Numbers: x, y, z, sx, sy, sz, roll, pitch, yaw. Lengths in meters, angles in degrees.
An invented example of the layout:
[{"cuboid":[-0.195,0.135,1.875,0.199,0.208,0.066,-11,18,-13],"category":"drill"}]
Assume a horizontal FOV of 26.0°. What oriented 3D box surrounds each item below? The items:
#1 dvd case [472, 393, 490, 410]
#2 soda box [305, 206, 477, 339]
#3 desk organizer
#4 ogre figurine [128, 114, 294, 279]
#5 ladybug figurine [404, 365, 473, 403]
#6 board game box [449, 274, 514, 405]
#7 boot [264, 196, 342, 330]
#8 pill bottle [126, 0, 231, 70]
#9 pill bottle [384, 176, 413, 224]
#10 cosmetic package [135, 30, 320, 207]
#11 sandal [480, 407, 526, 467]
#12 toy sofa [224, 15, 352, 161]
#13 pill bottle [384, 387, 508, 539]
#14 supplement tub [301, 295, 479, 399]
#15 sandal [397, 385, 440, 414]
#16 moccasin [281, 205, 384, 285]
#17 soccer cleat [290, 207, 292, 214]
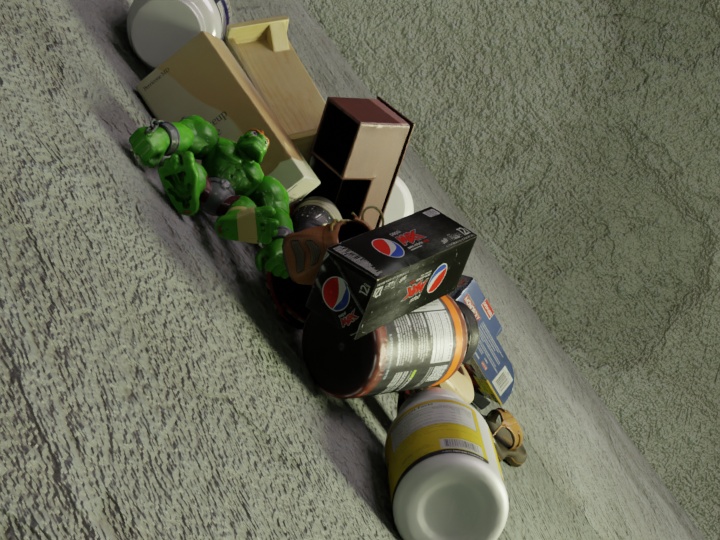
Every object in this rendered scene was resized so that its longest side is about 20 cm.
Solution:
[{"cuboid":[0.107,0.101,2.226,0.200,0.025,0.151,42,16,-47],"category":"dvd case"},{"cuboid":[0.033,0.000,1.508,0.063,0.071,0.199,33,28,22],"category":"soda box"},{"cuboid":[-0.018,-0.089,1.730,0.076,0.202,0.072,-3,32,-40],"category":"desk organizer"},{"cuboid":[-0.137,-0.088,1.557,0.198,0.099,0.120,23,30,-6],"category":"ogre figurine"},{"cuboid":[0.061,0.101,1.876,0.200,0.072,0.136,48,10,-30],"category":"ladybug figurine"},{"cuboid":[0.094,0.062,2.004,0.199,0.062,0.201,25,-23,43],"category":"board game box"},{"cuboid":[-0.037,0.039,1.665,0.154,0.073,0.206,-61,132,-63],"category":"boot"},{"cuboid":[-0.213,-0.288,1.818,0.111,0.111,0.200,51,10,-11],"category":"pill bottle"},{"cuboid":[0.011,-0.076,2.022,0.112,0.111,0.200,53,-4,0],"category":"pill bottle"},{"cuboid":[-0.144,-0.147,1.686,0.201,0.105,0.071,54,9,10],"category":"cosmetic package"},{"cuboid":[0.199,0.225,2.141,0.082,0.054,0.200,58,11,27],"category":"sandal"},{"cuboid":[-0.091,-0.192,1.804,0.201,0.082,0.098,61,-29,31],"category":"toy sofa"},{"cuboid":[0.081,0.193,1.540,0.112,0.112,0.200,50,10,-16],"category":"pill bottle"},{"cuboid":[0.038,0.071,1.599,0.199,0.107,0.108,-3,53,-51],"category":"supplement tub"},{"cuboid":[0.073,0.175,1.716,0.082,0.054,0.202,-56,123,-75],"category":"sandal"},{"cuboid":[-0.012,-0.023,1.562,0.201,0.077,0.075,14,64,-71],"category":"moccasin"},{"cuboid":[-0.075,-0.067,1.827,0.198,0.085,0.070,7,77,-43],"category":"soccer cleat"}]
